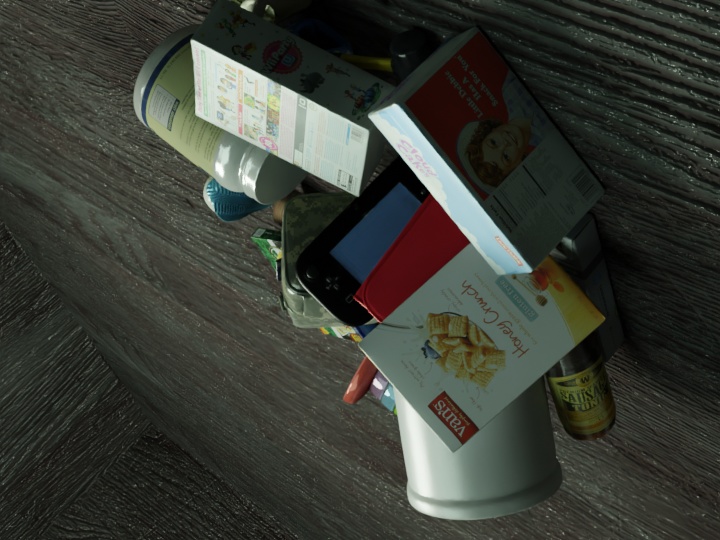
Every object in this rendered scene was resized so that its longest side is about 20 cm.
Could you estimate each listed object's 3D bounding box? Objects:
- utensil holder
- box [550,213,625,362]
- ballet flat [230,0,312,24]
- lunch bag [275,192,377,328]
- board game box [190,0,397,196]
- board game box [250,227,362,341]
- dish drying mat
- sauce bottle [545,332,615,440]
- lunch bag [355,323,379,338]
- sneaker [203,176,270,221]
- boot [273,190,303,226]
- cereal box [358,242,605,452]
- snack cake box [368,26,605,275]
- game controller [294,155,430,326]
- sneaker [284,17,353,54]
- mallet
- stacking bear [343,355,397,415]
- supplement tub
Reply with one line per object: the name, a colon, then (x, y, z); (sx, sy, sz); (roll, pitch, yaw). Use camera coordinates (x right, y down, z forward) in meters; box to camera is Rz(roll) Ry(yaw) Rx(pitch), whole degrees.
utensil holder: (0.117, 0.140, 1.333); (0.170, 0.170, 0.200); (8, 112, 59)
box: (0.190, -0.003, 1.312); (0.156, 0.041, 0.200); (27, 153, 40)
ballet flat: (-0.115, -0.281, 1.330); (0.069, 0.069, 0.200); (50, 160, -14)
lunch bag: (0.000, 0.000, 1.459); (0.168, 0.200, 0.139); (91, 175, -63)
board game box: (-0.070, -0.172, 1.266); (0.200, 0.064, 0.148); (27, 157, 6)
board game box: (-0.063, 0.022, 1.707); (0.105, 0.023, 0.200); (12, 145, 48)
dish drying mat: (0.075, -0.030, 1.263); (0.077, 0.200, 0.018); (41, -172, 28)
sauce bottle: (0.221, 0.099, 1.304); (0.066, 0.066, 0.200); (27, 154, 41)
lunch bag: (0.065, 0.093, 1.642); (0.151, 0.094, 0.200); (27, -174, -42)
sneaker: (-0.159, -0.119, 1.611); (0.081, 0.077, 0.200); (44, -163, 7)
boot: (-0.040, -0.019, 1.717); (0.155, 0.077, 0.200); (33, 150, 20)
cereal box: (0.117, 0.060, 1.216); (0.144, 0.200, 0.040); (48, -175, 9)
snack cake box: (0.116, -0.106, 1.143); (0.200, 0.115, 0.067); (50, 160, -13)
game controller: (0.026, -0.035, 1.347); (0.104, 0.200, 0.042); (43, 173, 10)
sneaker: (-0.078, -0.234, 1.345); (0.200, 0.076, 0.105); (16, 138, 26)
mallet: (-0.013, -0.214, 1.231); (0.200, 0.041, 0.066); (15, 147, 26)
stacking bear: (0.097, 0.174, 1.763); (0.200, 0.121, 0.114); (32, 134, 8)
supplement tub: (-0.154, -0.184, 1.483); (0.200, 0.145, 0.145); (38, 159, 20)
